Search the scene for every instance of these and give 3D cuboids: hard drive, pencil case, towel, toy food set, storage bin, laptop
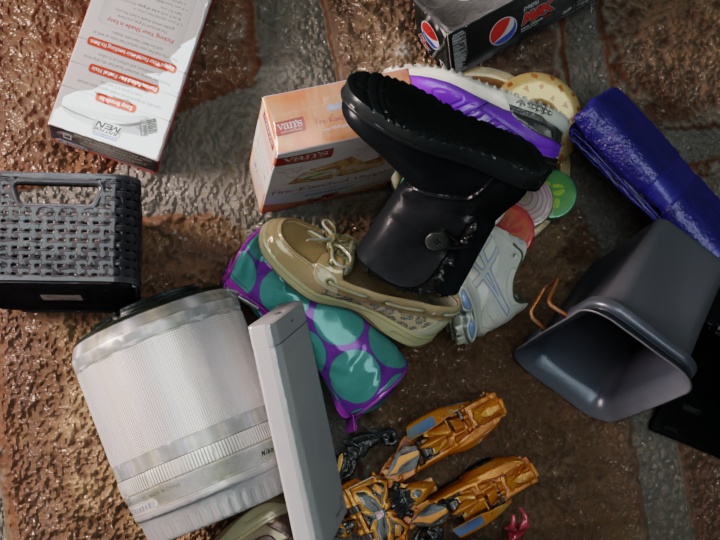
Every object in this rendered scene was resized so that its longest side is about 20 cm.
[{"bbox_3d":[-0.052,0.135,1.105,0.027,0.132,0.201,-10,95,10],"label":"hard drive"},{"bbox_3d":[-0.045,0.051,1.205,0.200,0.085,0.092,47,63,0],"label":"pencil case"},{"bbox_3d":[0.293,-0.091,1.262,0.050,0.148,0.200,-42,85,25],"label":"towel"},{"bbox_3d":[0.125,-0.111,1.275,0.199,0.049,0.199,9,80,-8],"label":"toy food set"},{"bbox_3d":[0.248,0.038,1.209,0.145,0.200,0.135,36,67,-2],"label":"storage bin"},{"bbox_3d":[0.417,0.092,1.313,0.186,0.116,0.201,22,107,-5],"label":"laptop"},{"bbox_3d":[-0.262,-0.020,1.119,0.134,0.200,0.094,1,80,-9],"label":"storage bin"}]

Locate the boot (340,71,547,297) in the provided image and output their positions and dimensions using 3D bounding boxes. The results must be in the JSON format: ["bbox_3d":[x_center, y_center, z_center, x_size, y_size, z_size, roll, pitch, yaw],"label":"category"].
[{"bbox_3d":[0.039,-0.063,1.080,0.199,0.168,0.077,19,35,-25],"label":"boot"}]

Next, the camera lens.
[{"bbox_3d":[-0.157,0.124,1.136,0.159,0.160,0.201,-21,85,-12],"label":"camera lens"}]

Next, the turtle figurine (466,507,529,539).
[{"bbox_3d":[0.113,0.301,1.178,0.199,0.150,0.101,-16,62,-51],"label":"turtle figurine"}]

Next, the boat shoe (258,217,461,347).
[{"bbox_3d":[0.000,0.000,1.169,0.199,0.063,0.074,27,45,-21],"label":"boat shoe"}]

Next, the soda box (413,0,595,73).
[{"bbox_3d":[0.155,-0.279,1.287,0.199,0.063,0.071,-29,56,-13],"label":"soda box"}]

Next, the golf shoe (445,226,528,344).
[{"bbox_3d":[0.109,-0.030,1.215,0.097,0.078,0.201,-19,123,-10],"label":"golf shoe"}]

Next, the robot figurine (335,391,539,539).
[{"bbox_3d":[0.063,0.203,1.211,0.199,0.058,0.146,-27,88,-13],"label":"robot figurine"}]

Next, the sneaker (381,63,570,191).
[{"bbox_3d":[0.099,-0.129,1.214,0.199,0.070,0.100,16,82,-6],"label":"sneaker"}]

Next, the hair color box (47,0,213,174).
[{"bbox_3d":[-0.218,-0.208,1.226,0.110,0.064,0.201,18,78,-7],"label":"hair color box"}]

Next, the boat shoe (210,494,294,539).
[{"bbox_3d":[-0.125,0.287,1.137,0.200,0.072,0.072,-38,67,4],"label":"boat shoe"}]

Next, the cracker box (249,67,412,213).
[{"bbox_3d":[-0.028,-0.115,1.172,0.133,0.200,0.058,-13,79,-11],"label":"cracker box"}]
